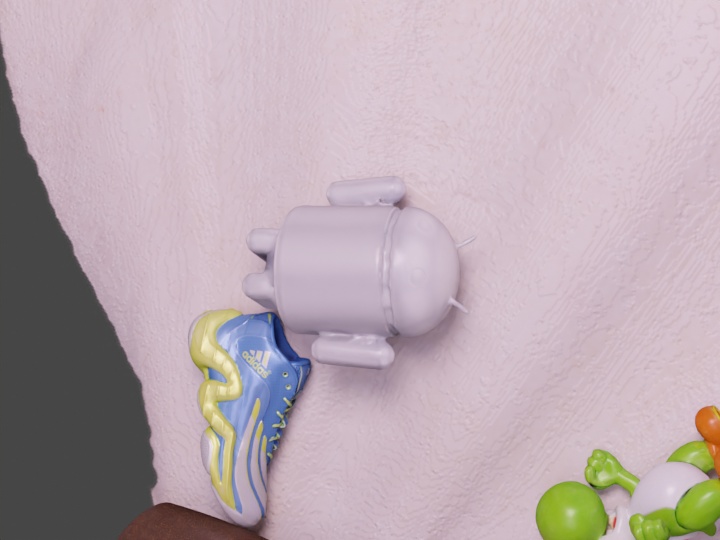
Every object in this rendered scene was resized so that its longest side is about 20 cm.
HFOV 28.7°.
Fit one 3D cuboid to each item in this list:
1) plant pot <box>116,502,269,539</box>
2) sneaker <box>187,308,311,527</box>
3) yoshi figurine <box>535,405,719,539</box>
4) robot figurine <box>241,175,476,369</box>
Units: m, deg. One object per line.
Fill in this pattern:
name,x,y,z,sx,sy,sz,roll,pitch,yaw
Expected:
plant pot,-0.130,0.304,1.265,0.200,0.187,0.188,34,103,26
sneaker,-0.092,0.129,1.278,0.104,0.076,0.201,-13,90,16
yoshi figurine,0.228,0.193,1.184,0.200,0.112,0.112,-38,68,18
robot figurine,0.000,0.000,1.222,0.199,0.113,0.171,2,81,16
